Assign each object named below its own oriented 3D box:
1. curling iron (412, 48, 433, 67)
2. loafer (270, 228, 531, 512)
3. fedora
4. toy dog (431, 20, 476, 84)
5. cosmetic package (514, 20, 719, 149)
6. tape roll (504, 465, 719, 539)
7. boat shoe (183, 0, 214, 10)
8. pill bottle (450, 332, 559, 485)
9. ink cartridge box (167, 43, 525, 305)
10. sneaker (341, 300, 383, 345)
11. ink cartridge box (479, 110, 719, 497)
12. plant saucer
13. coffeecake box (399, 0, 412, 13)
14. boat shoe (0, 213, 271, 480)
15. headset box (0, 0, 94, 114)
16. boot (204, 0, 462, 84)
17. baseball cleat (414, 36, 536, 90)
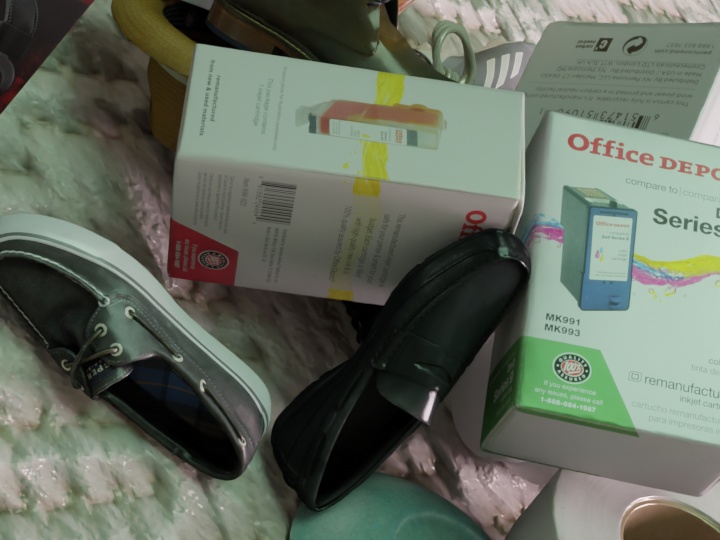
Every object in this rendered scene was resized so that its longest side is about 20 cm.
[{"bbox_3d":[0.048,-0.057,1.202,0.049,0.026,0.201,-9,79,-43],"label":"curling iron"},{"bbox_3d":[0.029,0.061,1.064,0.068,0.201,0.070,32,19,-38],"label":"loafer"},{"bbox_3d":[-0.084,-0.117,1.202,0.200,0.082,0.201,23,19,-8],"label":"fedora"},{"bbox_3d":[0.047,-0.085,1.331,0.200,0.096,0.132,48,61,-44],"label":"toy dog"},{"bbox_3d":[0.213,-0.056,1.331,0.200,0.164,0.165,50,58,-43],"label":"cosmetic package"},{"bbox_3d":[0.186,0.201,1.116,0.202,0.071,0.203,22,36,-17],"label":"tape roll"},{"bbox_3d":[-0.070,-0.205,1.213,0.199,0.068,0.074,17,21,-23],"label":"boat shoe"},{"bbox_3d":[0.160,0.096,1.263,0.200,0.113,0.113,10,48,-43],"label":"pill bottle"},{"bbox_3d":[-0.011,-0.050,1.099,0.199,0.145,0.084,8,59,-4],"label":"ink cartridge box"},{"bbox_3d":[0.000,0.000,1.199,0.121,0.084,0.200,39,26,-22],"label":"sneaker"},{"bbox_3d":[0.161,0.019,1.109,0.145,0.088,0.201,12,63,-5],"label":"ink cartridge box"},{"bbox_3d":[0.046,0.199,1.091,0.201,0.039,0.201,30,38,-26],"label":"plant saucer"},{"bbox_3d":[0.052,-0.275,1.440,0.073,0.200,0.154,47,33,-2],"label":"coffeecake box"},{"bbox_3d":[-0.133,0.049,1.018,0.200,0.070,0.066,43,31,-22],"label":"boat shoe"},{"bbox_3d":[-0.238,-0.157,0.980,0.149,0.200,0.077,24,39,-34],"label":"headset box"},{"bbox_3d":[0.007,-0.156,1.136,0.199,0.097,0.075,25,19,5],"label":"boot"},{"bbox_3d":[0.094,-0.134,1.481,0.200,0.070,0.107,-10,70,-43],"label":"baseball cleat"}]
